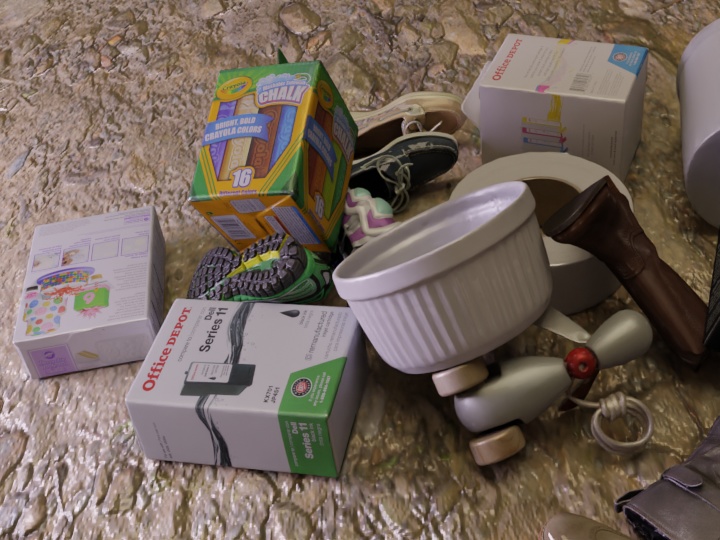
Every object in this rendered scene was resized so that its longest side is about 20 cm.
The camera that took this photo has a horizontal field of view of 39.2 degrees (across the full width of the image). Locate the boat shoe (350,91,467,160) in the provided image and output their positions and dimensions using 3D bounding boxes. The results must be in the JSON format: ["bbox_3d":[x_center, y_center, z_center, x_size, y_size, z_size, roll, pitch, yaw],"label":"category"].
[{"bbox_3d":[0.040,-0.170,1.277,0.196,0.074,0.063,-13,44,12],"label":"boat shoe"}]

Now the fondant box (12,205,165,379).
[{"bbox_3d":[-0.293,0.019,1.119,0.141,0.059,0.202,-10,39,-1],"label":"fondant box"}]

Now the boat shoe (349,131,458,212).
[{"bbox_3d":[0.026,-0.108,1.196,0.196,0.076,0.062,-14,38,-4],"label":"boat shoe"}]

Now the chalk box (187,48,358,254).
[{"bbox_3d":[-0.082,-0.134,1.059,0.122,0.125,0.204,0,64,23],"label":"chalk box"}]

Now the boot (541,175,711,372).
[{"bbox_3d":[0.257,0.013,0.921,0.064,0.202,0.186,-36,-4,31],"label":"boot"}]

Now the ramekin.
[{"bbox_3d":[0.082,0.009,0.928,0.197,0.107,0.200,-25,11,5],"label":"ramekin"}]

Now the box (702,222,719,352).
[{"bbox_3d":[0.433,0.002,0.915,0.197,0.125,0.198,23,47,7],"label":"box"}]

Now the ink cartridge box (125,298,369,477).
[{"bbox_3d":[-0.103,0.107,0.960,0.196,0.084,0.148,2,40,14],"label":"ink cartridge box"}]

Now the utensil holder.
[{"bbox_3d":[0.435,-0.161,1.115,0.166,0.172,0.202,3,44,14],"label":"utensil holder"}]

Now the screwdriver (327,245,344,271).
[{"bbox_3d":[-0.047,0.015,1.107,0.028,0.029,0.201,18,51,28],"label":"screwdriver"}]

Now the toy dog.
[{"bbox_3d":[0.160,0.099,0.917,0.196,0.135,0.096,-4,3,-3],"label":"toy dog"}]

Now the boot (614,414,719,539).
[{"bbox_3d":[0.326,0.194,0.805,0.174,0.070,0.199,-40,45,-24],"label":"boot"}]

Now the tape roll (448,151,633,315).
[{"bbox_3d":[0.193,-0.044,1.093,0.198,0.072,0.204,-6,40,5],"label":"tape roll"}]

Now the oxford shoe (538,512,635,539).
[{"bbox_3d":[0.220,0.231,0.760,0.198,0.076,0.070,27,52,35],"label":"oxford shoe"}]

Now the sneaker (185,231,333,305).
[{"bbox_3d":[-0.110,0.023,1.049,0.198,0.085,0.079,-10,58,43],"label":"sneaker"}]

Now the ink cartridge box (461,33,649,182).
[{"bbox_3d":[0.231,-0.193,1.217,0.197,0.127,0.129,12,43,23],"label":"ink cartridge box"}]

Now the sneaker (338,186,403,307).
[{"bbox_3d":[0.000,0.000,1.058,0.198,0.078,0.140,32,57,24],"label":"sneaker"}]
